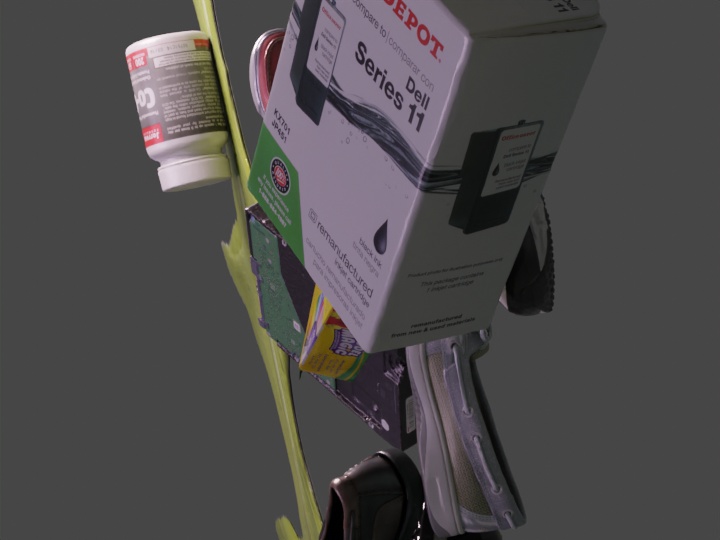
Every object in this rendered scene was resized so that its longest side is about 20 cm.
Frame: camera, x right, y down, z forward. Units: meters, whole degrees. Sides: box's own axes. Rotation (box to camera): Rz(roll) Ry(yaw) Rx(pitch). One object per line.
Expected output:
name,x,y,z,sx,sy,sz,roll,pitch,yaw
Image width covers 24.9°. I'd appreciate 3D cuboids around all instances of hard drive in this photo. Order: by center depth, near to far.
hard drive,-0.018,0.041,1.330,0.200,0.038,0.140,37,144,39

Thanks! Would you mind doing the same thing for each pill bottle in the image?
pill bottle,-0.241,-0.212,2.193,0.114,0.114,0.200,166,91,-80

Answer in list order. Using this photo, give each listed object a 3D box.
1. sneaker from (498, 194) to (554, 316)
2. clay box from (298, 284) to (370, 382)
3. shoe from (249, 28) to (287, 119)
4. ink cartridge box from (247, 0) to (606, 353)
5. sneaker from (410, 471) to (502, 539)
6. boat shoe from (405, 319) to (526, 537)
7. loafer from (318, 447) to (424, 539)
sneaker,0.053,-0.035,0.939,0.200,0.080,0.074,-119,21,-53
clay box,0.000,0.000,1.167,0.200,0.048,0.115,117,166,-63
shoe,-0.035,-0.115,1.350,0.091,0.071,0.200,143,109,-77
ink cartridge box,0.026,-0.082,0.824,0.147,0.083,0.200,53,140,36
sneaker,0.073,0.202,1.125,0.072,0.083,0.200,116,168,-54
boat shoe,0.067,0.074,1.064,0.074,0.065,0.202,-35,-60,-81
loafer,-0.015,0.204,1.113,0.072,0.063,0.200,47,133,39
